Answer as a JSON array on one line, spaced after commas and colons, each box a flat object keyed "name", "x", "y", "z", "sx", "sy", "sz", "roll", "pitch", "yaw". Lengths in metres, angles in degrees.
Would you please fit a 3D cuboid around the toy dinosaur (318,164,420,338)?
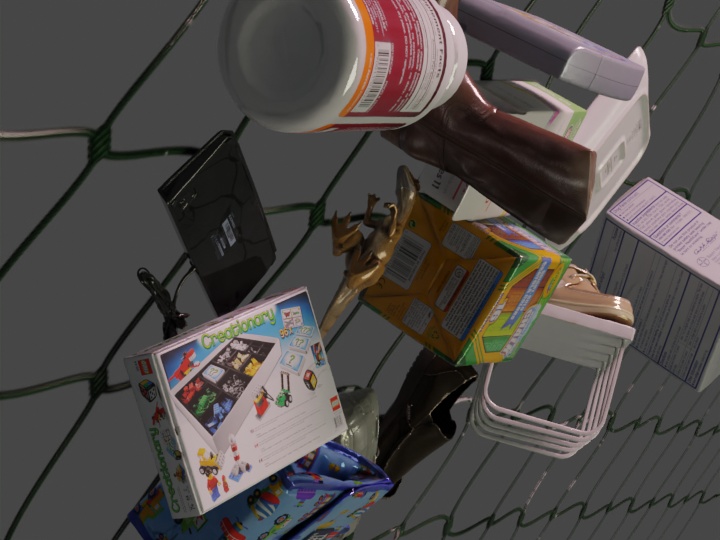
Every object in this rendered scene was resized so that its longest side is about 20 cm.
[{"name": "toy dinosaur", "x": 0.000, "y": 0.000, "z": 1.498, "sx": 0.200, "sy": 0.060, "sz": 0.106, "roll": -56, "pitch": 159, "yaw": -2}]

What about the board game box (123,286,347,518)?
[{"name": "board game box", "x": -0.091, "y": 0.098, "z": 1.329, "sx": 0.200, "sy": 0.035, "sz": 0.126, "roll": -23, "pitch": 99, "yaw": -54}]

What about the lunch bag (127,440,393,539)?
[{"name": "lunch bag", "x": -0.074, "y": 0.209, "z": 1.485, "sx": 0.151, "sy": 0.094, "sz": 0.200, "roll": -44, "pitch": 148, "yaw": 16}]

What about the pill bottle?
[{"name": "pill bottle", "x": -0.004, "y": -0.154, "z": 1.208, "sx": 0.200, "sy": 0.113, "sz": 0.113, "roll": -9, "pitch": 129, "yaw": -62}]

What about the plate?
[{"name": "plate", "x": 0.271, "y": -0.126, "z": 1.924, "sx": 0.200, "sy": 0.032, "sz": 0.200, "roll": -52, "pitch": 157, "yaw": -13}]

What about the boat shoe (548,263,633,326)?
[{"name": "boat shoe", "x": 0.217, "y": 0.022, "z": 1.827, "sx": 0.072, "sy": 0.200, "sz": 0.065, "roll": 26, "pitch": 80, "yaw": -33}]

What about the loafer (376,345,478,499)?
[{"name": "loafer", "x": 0.063, "y": 0.170, "z": 1.843, "sx": 0.073, "sy": 0.071, "sz": 0.200, "roll": -8, "pitch": 128, "yaw": -61}]

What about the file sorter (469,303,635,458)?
[{"name": "file sorter", "x": 0.195, "y": 0.117, "z": 1.818, "sx": 0.200, "sy": 0.139, "sz": 0.125, "roll": 93, "pitch": 13, "yaw": -77}]

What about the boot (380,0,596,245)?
[{"name": "boot", "x": 0.119, "y": -0.129, "z": 1.377, "sx": 0.064, "sy": 0.200, "sz": 0.187, "roll": -39, "pitch": 152, "yaw": -37}]

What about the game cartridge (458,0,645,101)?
[{"name": "game cartridge", "x": 0.174, "y": -0.192, "z": 1.498, "sx": 0.200, "sy": 0.133, "sz": 0.042, "roll": -2, "pitch": 115, "yaw": -64}]

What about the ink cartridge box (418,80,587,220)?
[{"name": "ink cartridge box", "x": 0.125, "y": -0.113, "z": 1.590, "sx": 0.200, "sy": 0.067, "sz": 0.117, "roll": -10, "pitch": 130, "yaw": -62}]

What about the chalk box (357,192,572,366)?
[{"name": "chalk box", "x": 0.112, "y": 0.008, "z": 1.654, "sx": 0.125, "sy": 0.124, "sz": 0.200, "roll": -61, "pitch": 157, "yaw": 13}]

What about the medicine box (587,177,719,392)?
[{"name": "medicine box", "x": 0.392, "y": 0.017, "z": 2.143, "sx": 0.103, "sy": 0.200, "sz": 0.182, "roll": -37, "pitch": 151, "yaw": -35}]

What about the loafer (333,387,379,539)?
[{"name": "loafer", "x": -0.011, "y": 0.198, "z": 1.733, "sx": 0.070, "sy": 0.070, "sz": 0.200, "roll": -32, "pitch": 148, "yaw": -30}]

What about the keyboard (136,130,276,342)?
[{"name": "keyboard", "x": -0.121, "y": -0.014, "z": 1.284, "sx": 0.127, "sy": 0.021, "sz": 0.200, "roll": -50, "pitch": 156, "yaw": -18}]
